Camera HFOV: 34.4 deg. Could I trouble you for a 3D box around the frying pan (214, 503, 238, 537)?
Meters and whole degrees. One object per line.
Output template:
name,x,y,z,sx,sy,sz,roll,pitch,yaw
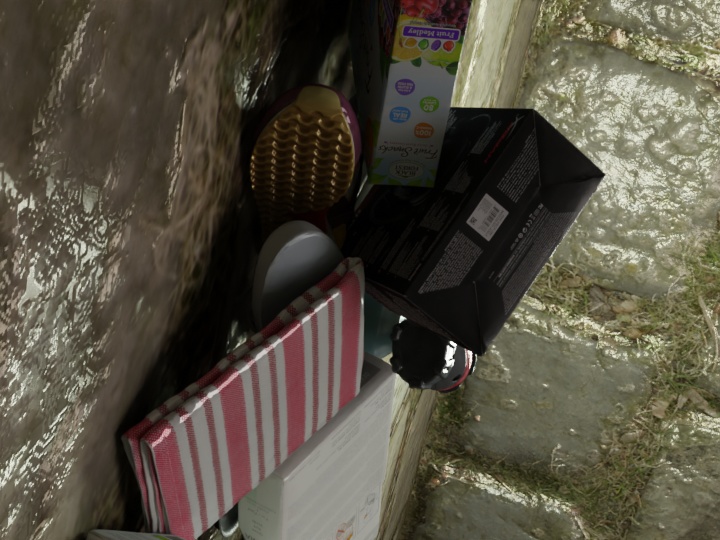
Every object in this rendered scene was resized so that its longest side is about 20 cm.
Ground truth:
frying pan,-0.100,0.140,0.890,0.190,0.030,0.116,75,30,-69

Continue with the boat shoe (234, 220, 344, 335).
boat shoe,-0.048,0.024,0.824,0.073,0.068,0.200,-34,148,-13

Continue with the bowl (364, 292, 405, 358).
bowl,0.000,0.000,1.015,0.201,0.104,0.204,18,90,-80

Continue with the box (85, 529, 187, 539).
box,-0.122,0.269,0.677,0.101,0.111,0.203,29,78,-62

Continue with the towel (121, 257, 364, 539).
towel,-0.070,0.088,0.767,0.199,0.030,0.147,-39,152,-29

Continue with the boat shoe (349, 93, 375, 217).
boat shoe,0.017,-0.119,0.945,0.202,0.062,0.073,-64,153,-14

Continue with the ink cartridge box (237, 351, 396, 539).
ink cartridge box,-0.036,0.188,0.963,0.161,0.050,0.202,-39,146,-44

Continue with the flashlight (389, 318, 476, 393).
flashlight,0.060,0.074,0.985,0.068,0.068,0.200,-44,172,5

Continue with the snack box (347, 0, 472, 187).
snack box,0.029,-0.176,0.816,0.201,0.052,0.144,-97,-169,-49

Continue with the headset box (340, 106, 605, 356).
headset box,0.063,-0.037,0.839,0.150,0.077,0.200,-55,-161,-5

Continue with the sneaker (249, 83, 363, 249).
sneaker,-0.034,-0.080,0.805,0.201,0.074,0.091,103,-1,-60
